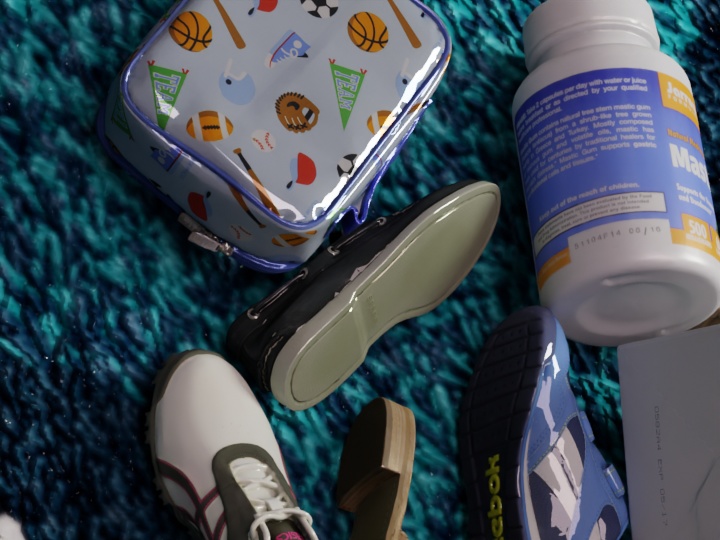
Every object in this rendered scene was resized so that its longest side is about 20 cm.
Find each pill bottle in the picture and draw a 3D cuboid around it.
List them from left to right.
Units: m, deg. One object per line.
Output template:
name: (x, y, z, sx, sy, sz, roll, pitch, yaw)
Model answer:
pill bottle: (0.151, -0.066, 1.718, 0.112, 0.112, 0.201, 10, 59, -28)

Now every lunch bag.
lunch bag: (-0.046, -0.097, 1.623, 0.160, 0.076, 0.200, 37, 57, -1)

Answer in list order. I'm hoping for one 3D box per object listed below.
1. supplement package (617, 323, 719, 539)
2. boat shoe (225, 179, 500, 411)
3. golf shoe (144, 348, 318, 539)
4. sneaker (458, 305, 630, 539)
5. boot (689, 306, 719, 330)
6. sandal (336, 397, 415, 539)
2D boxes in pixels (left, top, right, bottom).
supplement package: (0.275, 0.110, 1.657, 0.200, 0.150, 0.152, 4, 77, -40)
boat shoe: (0.000, 0.002, 1.638, 0.066, 0.075, 0.199, 28, 57, 30)
golf shoe: (-0.055, 0.131, 1.540, 0.077, 0.088, 0.201, -9, 76, -32)
sneaker: (0.109, 0.121, 1.657, 0.082, 0.074, 0.201, 8, 76, -32)
boot: (0.258, -0.019, 1.816, 0.199, 0.072, 0.167, 9, 56, -27)
sandal: (0.021, 0.174, 1.578, 0.069, 0.078, 0.212, 23, 56, -21)
